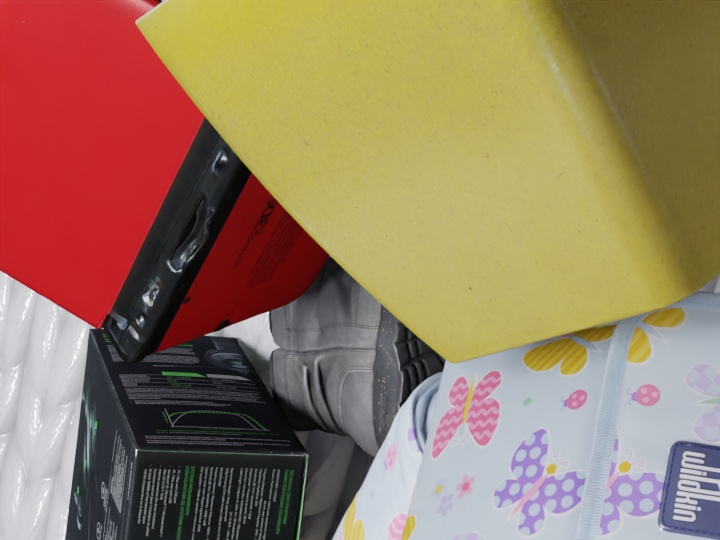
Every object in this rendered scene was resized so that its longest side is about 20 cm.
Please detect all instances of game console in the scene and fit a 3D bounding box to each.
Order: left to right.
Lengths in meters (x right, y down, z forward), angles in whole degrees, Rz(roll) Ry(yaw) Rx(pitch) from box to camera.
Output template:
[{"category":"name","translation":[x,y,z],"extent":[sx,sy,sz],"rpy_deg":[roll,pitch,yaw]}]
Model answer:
[{"category":"game console","translation":[-0.083,-0.063,0.841],"extent":[0.119,0.172,0.200],"rpy_deg":[54,139,19]}]

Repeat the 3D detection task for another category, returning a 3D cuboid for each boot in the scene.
[{"category":"boot","translation":[0.000,0.000,0.941],"extent":[0.131,0.070,0.201],"rpy_deg":[18,103,50]}]

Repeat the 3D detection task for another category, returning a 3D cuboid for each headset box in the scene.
[{"category":"headset box","translation":[-0.106,0.142,0.998],"extent":[0.200,0.092,0.175],"rpy_deg":[-135,51,-67]}]

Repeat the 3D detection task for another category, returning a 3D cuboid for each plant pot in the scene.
[{"category":"plant pot","translation":[0.074,-0.080,0.676],"extent":[0.200,0.200,0.177],"rpy_deg":[-21,100,53]}]

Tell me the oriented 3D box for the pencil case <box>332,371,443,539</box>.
[{"category":"pencil case","translation":[0.033,0.136,0.881],"extent":[0.200,0.090,0.083],"rpy_deg":[117,150,-41]}]

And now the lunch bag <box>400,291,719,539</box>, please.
[{"category":"lunch bag","translation":[0.113,0.102,0.688],"extent":[0.199,0.127,0.170],"rpy_deg":[-8,56,44]}]
